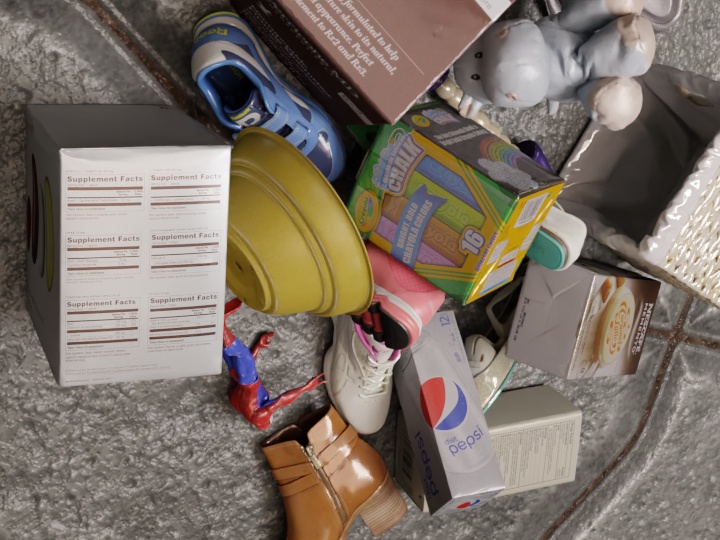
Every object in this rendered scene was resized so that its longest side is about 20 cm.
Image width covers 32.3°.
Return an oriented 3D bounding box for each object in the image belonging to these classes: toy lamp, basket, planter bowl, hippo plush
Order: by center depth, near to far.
[{"bbox_3d":[-0.084,-0.023,1.131,0.083,0.200,0.202,-35,118,-24],"label":"planter bowl"},{"bbox_3d":[0.171,-0.223,1.200,0.159,0.200,0.161,0,103,-20],"label":"hippo plush"},{"bbox_3d":[0.132,-0.148,1.297,0.058,0.058,0.200,-49,120,-2],"label":"toy lamp"},{"bbox_3d":[0.340,-0.089,1.332,0.160,0.198,0.201,33,91,-31],"label":"basket"}]

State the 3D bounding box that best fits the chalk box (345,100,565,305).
[{"bbox_3d":[0.070,-0.080,1.201,0.124,0.199,0.125,-20,141,-57],"label":"chalk box"}]

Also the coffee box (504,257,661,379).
[{"bbox_3d":[0.244,0.049,1.345,0.199,0.079,0.116,3,103,-57],"label":"coffee box"}]

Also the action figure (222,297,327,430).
[{"bbox_3d":[-0.100,0.081,1.251,0.099,0.065,0.201,-35,138,-23],"label":"action figure"}]

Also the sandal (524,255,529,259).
[{"bbox_3d":[0.138,-0.040,1.327,0.210,0.070,0.079,5,105,-26],"label":"sandal"}]

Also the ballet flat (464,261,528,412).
[{"bbox_3d":[0.148,0.075,1.370,0.062,0.067,0.201,44,70,-19],"label":"ballet flat"}]

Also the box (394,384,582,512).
[{"bbox_3d":[0.144,0.198,1.403,0.198,0.078,0.096,-6,112,-23],"label":"box"}]

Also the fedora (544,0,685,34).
[{"bbox_3d":[0.279,-0.310,1.290,0.176,0.090,0.201,-35,118,-10],"label":"fedora"}]

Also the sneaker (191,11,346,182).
[{"bbox_3d":[-0.090,-0.145,1.171,0.074,0.083,0.200,-33,118,24],"label":"sneaker"}]

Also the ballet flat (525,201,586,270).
[{"bbox_3d":[0.146,-0.071,1.276,0.069,0.199,0.070,-45,158,-24],"label":"ballet flat"}]

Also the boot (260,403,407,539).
[{"bbox_3d":[-0.063,0.251,1.333,0.199,0.077,0.156,-34,110,4],"label":"boot"}]

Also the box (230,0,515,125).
[{"bbox_3d":[0.005,-0.243,1.108,0.164,0.200,0.166,-45,104,-5],"label":"box"}]

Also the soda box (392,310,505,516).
[{"bbox_3d":[0.085,0.147,1.301,0.063,0.068,0.202,-6,67,-21],"label":"soda box"}]

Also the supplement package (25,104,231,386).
[{"bbox_3d":[-0.212,-0.030,1.100,0.145,0.191,0.202,-3,108,-23],"label":"supplement package"}]

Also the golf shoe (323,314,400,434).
[{"bbox_3d":[0.007,0.089,1.299,0.075,0.091,0.202,-14,113,-21],"label":"golf shoe"}]

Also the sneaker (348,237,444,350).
[{"bbox_3d":[0.000,0.000,1.224,0.087,0.199,0.074,-41,147,-25],"label":"sneaker"}]
